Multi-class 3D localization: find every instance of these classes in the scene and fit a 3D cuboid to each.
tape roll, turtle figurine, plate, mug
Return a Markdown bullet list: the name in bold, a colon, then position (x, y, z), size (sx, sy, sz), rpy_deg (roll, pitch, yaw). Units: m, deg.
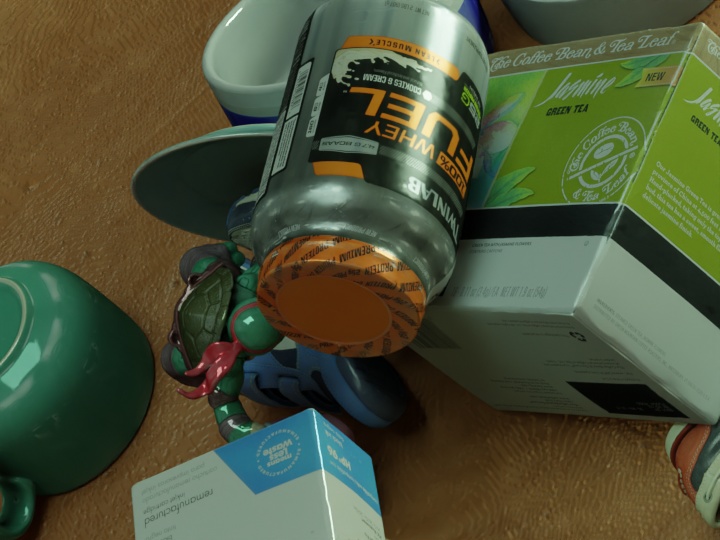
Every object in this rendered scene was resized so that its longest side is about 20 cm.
- **tape roll**: position (0.178, -0.253, 1.416), size (0.200, 0.066, 0.201), rpy_deg (-17, 53, 23)
- **turtle figurine**: position (-0.070, 0.036, 1.244), size (0.150, 0.100, 0.200), rpy_deg (-61, 22, -6)
- **plate**: position (-0.055, -0.062, 1.351), size (0.199, 0.200, 0.026), rpy_deg (-11, 68, 28)
- **mug**: position (-0.239, 0.082, 1.438), size (0.152, 0.114, 0.186), rpy_deg (-29, 48, 14)

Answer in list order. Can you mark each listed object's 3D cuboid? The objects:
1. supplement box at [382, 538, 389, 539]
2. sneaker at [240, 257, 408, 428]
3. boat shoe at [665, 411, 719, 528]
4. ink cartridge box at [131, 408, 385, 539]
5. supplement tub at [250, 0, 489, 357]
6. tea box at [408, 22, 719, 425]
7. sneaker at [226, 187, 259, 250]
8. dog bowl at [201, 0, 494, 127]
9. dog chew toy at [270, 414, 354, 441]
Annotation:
- **supplement box**: position (0.003, 0.241, 1.110), size (0.199, 0.200, 0.135), rpy_deg (5, 63, 35)
- **sneaker**: position (-0.043, 0.064, 1.352), size (0.082, 0.074, 0.200), rpy_deg (-54, 42, -1)
- **boat shoe**: position (0.263, 0.068, 1.137), size (0.200, 0.071, 0.063), rpy_deg (-39, 33, 13)
- **ink cartridge box**: position (-0.044, 0.184, 0.995), size (0.116, 0.068, 0.201), rpy_deg (-25, 50, 18)
- **supplement tub**: position (0.005, -0.057, 1.180), size (0.122, 0.123, 0.201), rpy_deg (-9, 51, 29)
- **tea box**: position (0.141, -0.026, 1.210), size (0.200, 0.133, 0.197), rpy_deg (-2, 57, 54)
- **sneaker**: position (0.000, 0.000, 1.320), size (0.199, 0.077, 0.086), rpy_deg (13, 68, 13)
- **dog bowl**: position (-0.008, -0.157, 1.425), size (0.199, 0.079, 0.200), rpy_deg (-20, 32, 13)
- **dog chew toy**: position (-0.070, 0.176, 1.265), size (0.124, 0.125, 0.200), rpy_deg (19, 64, 40)
